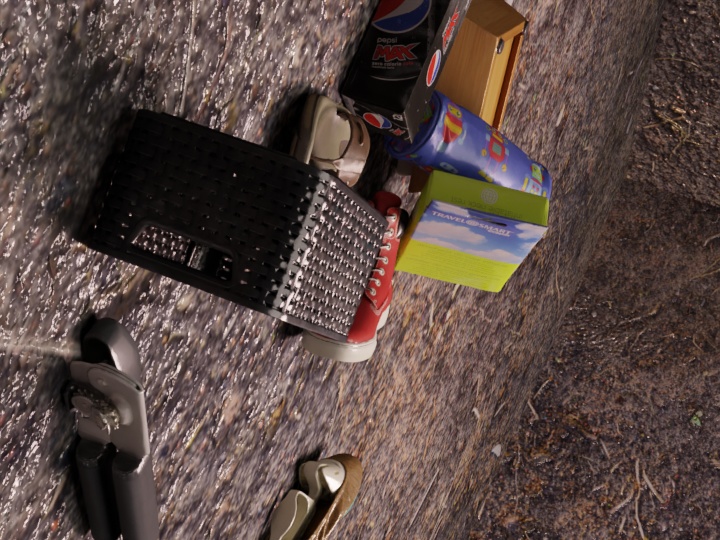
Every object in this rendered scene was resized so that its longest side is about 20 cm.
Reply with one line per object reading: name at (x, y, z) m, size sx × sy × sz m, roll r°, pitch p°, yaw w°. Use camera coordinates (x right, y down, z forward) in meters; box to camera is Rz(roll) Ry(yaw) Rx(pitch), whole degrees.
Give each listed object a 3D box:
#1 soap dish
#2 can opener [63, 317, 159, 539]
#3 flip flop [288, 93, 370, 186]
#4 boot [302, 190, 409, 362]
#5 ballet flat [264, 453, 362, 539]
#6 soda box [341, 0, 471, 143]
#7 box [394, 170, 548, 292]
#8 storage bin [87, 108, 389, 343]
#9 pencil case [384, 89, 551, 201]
soap dish at (0.112, -0.190, 1.501) m, size 0.157 × 0.081 × 0.201 m, roll -41°, pitch 146°, yaw -63°
can opener at (-0.159, 0.120, 0.939) m, size 0.201 × 0.052 × 0.067 m, roll 95°, pitch 19°, yaw -44°
flip flop at (-0.017, -0.099, 1.179) m, size 0.200 × 0.057 × 0.082 m, roll 0°, pitch 109°, yaw -75°
boot at (0.000, 0.000, 1.356) m, size 0.200 × 0.072 × 0.145 m, roll -55°, pitch 159°, yaw -71°
ballet flat at (-0.057, 0.253, 1.502) m, size 0.200 × 0.067 × 0.073 m, roll -54°, pitch 139°, yaw -39°
soda box at (0.051, -0.223, 1.267) m, size 0.071 × 0.063 × 0.201 m, roll 66°, pitch 44°, yaw -69°
box at (0.110, -0.039, 1.403) m, size 0.200 × 0.121 × 0.048 m, roll 115°, pitch -14°, yaw -69°
storage bin at (-0.072, -0.024, 0.909) m, size 0.200 × 0.134 × 0.094 m, roll 28°, pitch 81°, yaw -76°
pencil case at (0.105, -0.110, 1.400) m, size 0.199 × 0.087 × 0.079 m, roll 29°, pitch 51°, yaw -39°
